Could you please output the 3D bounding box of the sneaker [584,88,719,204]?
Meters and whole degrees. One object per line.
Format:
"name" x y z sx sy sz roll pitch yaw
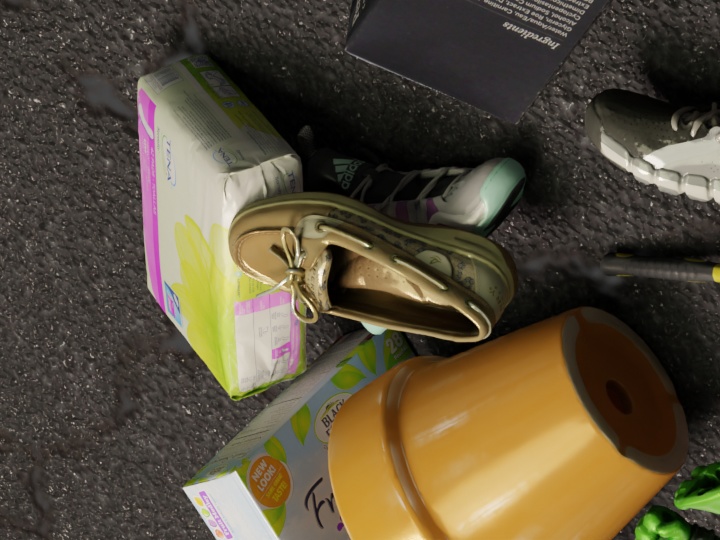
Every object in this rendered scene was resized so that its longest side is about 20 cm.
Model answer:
"sneaker" 0.238 -0.092 1.516 0.199 0.075 0.116 24 128 10

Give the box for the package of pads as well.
"package of pads" -0.097 -0.027 1.783 0.155 0.068 0.201 48 148 46

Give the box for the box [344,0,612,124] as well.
"box" 0.090 -0.228 1.416 0.117 0.198 0.200 20 138 -14

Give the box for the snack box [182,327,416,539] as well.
"snack box" -0.007 0.159 1.791 0.067 0.200 0.169 -21 105 45

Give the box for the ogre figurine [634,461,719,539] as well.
"ogre figurine" 0.274 0.152 1.535 0.199 0.098 0.120 -36 102 4

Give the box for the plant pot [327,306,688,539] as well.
"plant pot" 0.110 0.122 1.693 0.183 0.200 0.201 -37 94 32

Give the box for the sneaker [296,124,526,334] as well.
"sneaker" 0.015 -0.052 1.710 0.140 0.078 0.200 47 137 0

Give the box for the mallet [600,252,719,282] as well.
"mallet" 0.239 0.001 1.604 0.199 0.065 0.042 8 104 53

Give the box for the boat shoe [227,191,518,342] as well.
"boat shoe" 0.000 0.000 1.643 0.198 0.063 0.074 8 131 21
